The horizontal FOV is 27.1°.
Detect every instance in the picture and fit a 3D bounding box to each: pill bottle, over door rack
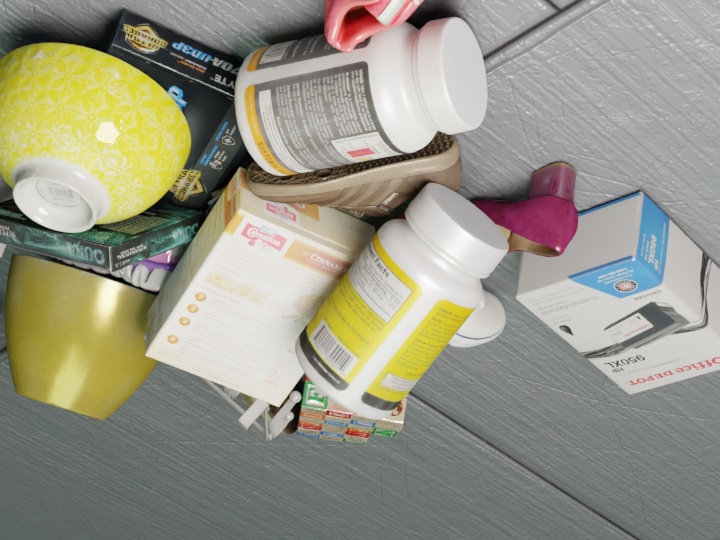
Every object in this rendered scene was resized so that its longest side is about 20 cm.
[{"bbox_3d":[0.001,-0.151,1.283,0.199,0.117,0.117,-7,141,28],"label":"pill bottle"},{"bbox_3d":[0.039,0.027,1.359,0.114,0.115,0.200,30,110,-24],"label":"pill bottle"},{"bbox_3d":[-0.140,0.109,1.603,0.147,0.067,0.200,39,175,10],"label":"over door rack"}]

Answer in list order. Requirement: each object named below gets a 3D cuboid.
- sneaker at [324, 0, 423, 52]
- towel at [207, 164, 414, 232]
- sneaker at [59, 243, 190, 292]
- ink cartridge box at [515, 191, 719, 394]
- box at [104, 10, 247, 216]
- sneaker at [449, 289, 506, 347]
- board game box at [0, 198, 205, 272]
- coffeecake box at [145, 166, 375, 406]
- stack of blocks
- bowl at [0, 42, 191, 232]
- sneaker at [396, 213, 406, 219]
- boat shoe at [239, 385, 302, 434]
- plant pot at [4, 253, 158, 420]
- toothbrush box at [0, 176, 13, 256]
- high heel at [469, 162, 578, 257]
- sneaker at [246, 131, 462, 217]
[{"bbox_3d":[0.041,-0.234,1.178,0.073,0.087,0.200,30,142,-26],"label":"sneaker"},{"bbox_3d":[-0.028,-0.081,1.438,0.200,0.022,0.146,-35,126,27],"label":"towel"},{"bbox_3d":[-0.247,-0.037,1.574,0.199,0.089,0.080,14,-171,34],"label":"sneaker"},{"bbox_3d":[0.271,0.027,1.476,0.144,0.085,0.200,-20,134,40],"label":"ink cartridge box"},{"bbox_3d":[-0.184,-0.143,1.418,0.158,0.046,0.200,23,145,-14],"label":"box"},{"bbox_3d":[0.093,0.027,1.487,0.071,0.074,0.199,-31,151,32],"label":"sneaker"},{"bbox_3d":[-0.270,-0.046,1.472,0.199,0.135,0.028,13,113,34],"label":"board game box"},{"bbox_3d":[-0.098,0.020,1.454,0.153,0.073,0.200,23,123,-21],"label":"coffeecake box"},{"bbox_3d":[-0.011,0.155,1.718,0.114,0.059,0.200,9,165,-2],"label":"stack of blocks"},{"bbox_3d":[-0.263,-0.100,1.371,0.198,0.108,0.201,10,146,7],"label":"bowl"},{"bbox_3d":[0.000,0.000,1.543,0.200,0.074,0.087,-37,153,30],"label":"sneaker"},{"bbox_3d":[-0.127,0.129,1.776,0.076,0.072,0.201,16,148,24],"label":"boat shoe"},{"bbox_3d":[-0.304,0.081,1.626,0.198,0.143,0.200,16,173,2],"label":"plant pot"},{"bbox_3d":[-0.480,-0.084,1.570,0.198,0.086,0.147,-3,143,20],"label":"toothbrush box"},{"bbox_3d":[0.132,-0.025,1.436,0.067,0.097,0.200,26,144,-20],"label":"high heel"},{"bbox_3d":[-0.004,-0.076,1.379,0.198,0.071,0.076,-7,130,4],"label":"sneaker"}]
